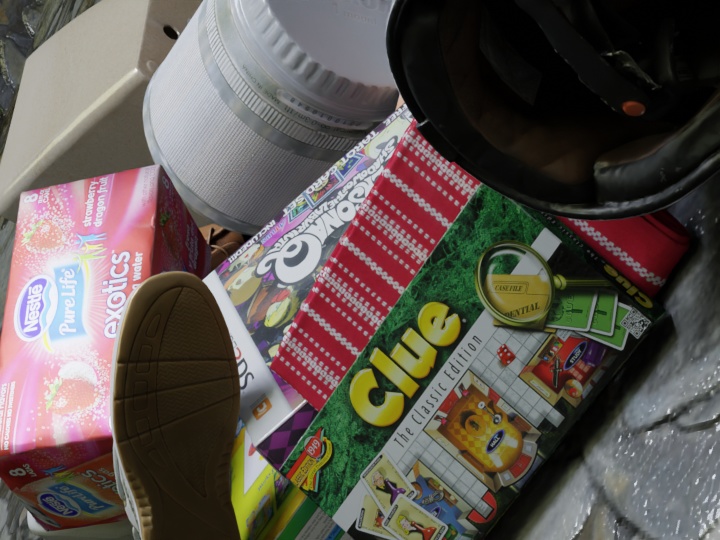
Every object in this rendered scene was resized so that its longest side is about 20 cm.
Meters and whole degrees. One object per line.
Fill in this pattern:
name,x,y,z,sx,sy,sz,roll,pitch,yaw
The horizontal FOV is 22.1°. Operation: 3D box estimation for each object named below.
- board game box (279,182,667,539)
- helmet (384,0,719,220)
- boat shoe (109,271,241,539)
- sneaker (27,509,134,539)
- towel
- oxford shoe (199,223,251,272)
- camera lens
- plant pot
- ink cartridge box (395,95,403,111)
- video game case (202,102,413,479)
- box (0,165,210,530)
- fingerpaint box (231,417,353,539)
board game box,0.049,0.060,0.889,0.201,0.105,0.023,-56,-16,28
helmet,0.118,-0.137,0.787,0.191,0.200,0.200,-54,10,-32
boat shoe,-0.104,0.098,0.997,0.069,0.070,0.202,-159,64,-69
sneaker,-0.156,0.189,1.226,0.076,0.200,0.081,3,73,25
towel,0.054,0.015,0.898,0.201,0.144,0.022,-58,-15,27
oxford shoe,-0.123,-0.006,1.329,0.199,0.072,0.071,-21,-18,-48
camera lens,-0.047,-0.130,1.260,0.200,0.159,0.161,-46,29,49
plant pot,-0.170,-0.126,1.561,0.177,0.199,0.201,-43,30,38
ink cartridge box,0.093,-0.196,1.129,0.162,0.050,0.202,-32,43,59
video game case,0.000,0.000,1.039,0.200,0.036,0.181,-41,31,3
box,-0.157,0.046,1.134,0.099,0.096,0.201,-10,52,14
fingerpaint box,-0.044,0.141,1.089,0.201,0.073,0.167,-56,23,26
